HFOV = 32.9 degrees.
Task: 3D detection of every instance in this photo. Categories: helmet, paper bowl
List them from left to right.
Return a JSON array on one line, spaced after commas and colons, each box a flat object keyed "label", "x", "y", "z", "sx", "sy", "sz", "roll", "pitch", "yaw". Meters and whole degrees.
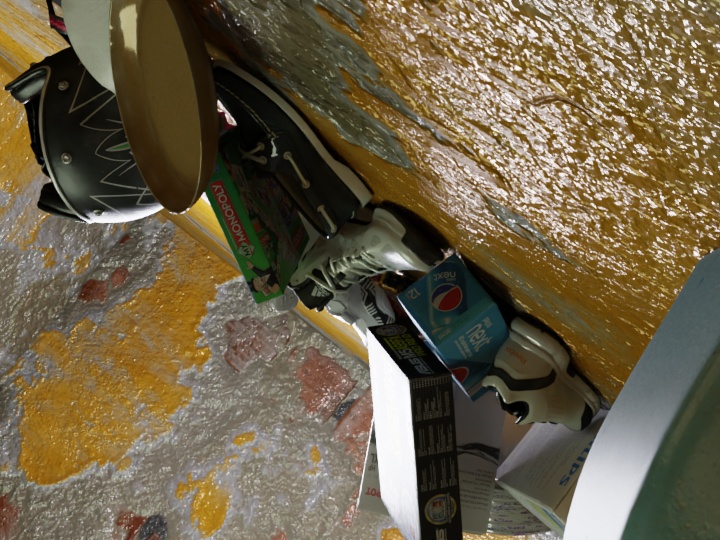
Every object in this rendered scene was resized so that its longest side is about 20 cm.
[{"label": "helmet", "x": -0.249, "y": -0.139, "z": 1.220, "sx": 0.190, "sy": 0.201, "sz": 0.200, "roll": 7, "pitch": 152, "yaw": 47}, {"label": "paper bowl", "x": 0.180, "y": 0.224, "z": 1.461, "sx": 0.200, "sy": 0.200, "sz": 0.105, "roll": 29, "pitch": 127, "yaw": 55}]

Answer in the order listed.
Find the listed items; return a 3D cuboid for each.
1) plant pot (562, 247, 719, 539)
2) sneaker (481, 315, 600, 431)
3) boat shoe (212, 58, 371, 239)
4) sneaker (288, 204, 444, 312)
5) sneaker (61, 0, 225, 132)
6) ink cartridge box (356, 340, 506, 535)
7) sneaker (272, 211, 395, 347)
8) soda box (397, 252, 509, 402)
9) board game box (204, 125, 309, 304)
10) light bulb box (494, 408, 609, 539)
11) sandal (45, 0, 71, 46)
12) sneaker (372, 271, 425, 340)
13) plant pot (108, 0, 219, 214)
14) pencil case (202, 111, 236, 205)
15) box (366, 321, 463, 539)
[{"label": "plant pot", "x": 0.193, "y": 0.117, "z": 0.529, "sx": 0.196, "sy": 0.200, "sz": 0.196, "roll": 37, "pitch": 174, "yaw": 6}, {"label": "sneaker", "x": 0.169, "y": 0.115, "z": 1.167, "sx": 0.074, "sy": 0.080, "sz": 0.200, "roll": 32, "pitch": 172, "yaw": 38}, {"label": "boat shoe", "x": -0.069, "y": -0.102, "z": 1.069, "sx": 0.200, "sy": 0.060, "sz": 0.076, "roll": 43, "pitch": 172, "yaw": -30}, {"label": "sneaker", "x": 0.000, "y": 0.000, "z": 1.144, "sx": 0.076, "sy": 0.115, "sz": 0.200, "roll": 41, "pitch": 173, "yaw": -21}, {"label": "sneaker", "x": -0.195, "y": -0.197, "z": 1.120, "sx": 0.075, "sy": 0.089, "sz": 0.200, "roll": -17, "pitch": 110, "yaw": 40}, {"label": "ink cartridge box", "x": 0.083, "y": 0.184, "z": 1.373, "sx": 0.083, "sy": 0.201, "sz": 0.145, "roll": 16, "pitch": 170, "yaw": -35}, {"label": "sneaker", "x": -0.042, "y": 0.022, "z": 1.295, "sx": 0.200, "sy": 0.115, "sz": 0.075, "roll": 66, "pitch": 170, "yaw": -28}, {"label": "soda box", "x": 0.099, "y": 0.059, "z": 1.155, "sx": 0.064, "sy": 0.068, "sz": 0.200, "roll": 53, "pitch": 180, "yaw": 25}, {"label": "board game box", "x": -0.096, "y": -0.061, "z": 1.121, "sx": 0.200, "sy": 0.029, "sz": 0.135, "roll": -74, "pitch": -38, "yaw": -75}, {"label": "light bulb box", "x": 0.272, "y": 0.246, "z": 1.276, "sx": 0.198, "sy": 0.125, "sz": 0.200, "roll": 41, "pitch": 172, "yaw": -8}, {"label": "sandal", "x": -0.293, "y": -0.256, "z": 1.325, "sx": 0.200, "sy": 0.045, "sz": 0.075, "roll": 39, "pitch": 173, "yaw": 0}, {"label": "sneaker", "x": 0.009, "y": 0.024, "z": 1.417, "sx": 0.200, "sy": 0.078, "sz": 0.082, "roll": 36, "pitch": 174, "yaw": 22}, {"label": "plant pot", "x": -0.158, "y": -0.147, "z": 0.988, "sx": 0.200, "sy": 0.027, "sz": 0.201, "roll": 39, "pitch": 137, "yaw": 50}, {"label": "pencil case", "x": -0.130, "y": -0.096, "z": 1.370, "sx": 0.088, "sy": 0.088, "sz": 0.200, "roll": 36, "pitch": 171, "yaw": 24}, {"label": "box", "x": 0.053, "y": 0.169, "z": 1.201, "sx": 0.160, "sy": 0.044, "sz": 0.201, "roll": -129, "pitch": 32, "yaw": -69}]
